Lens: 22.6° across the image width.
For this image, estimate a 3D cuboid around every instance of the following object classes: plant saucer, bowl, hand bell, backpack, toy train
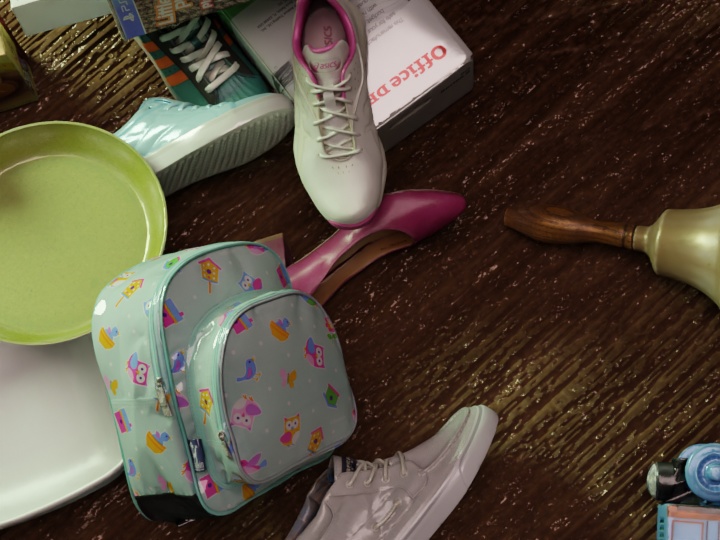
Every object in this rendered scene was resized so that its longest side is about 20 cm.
[{"bbox_3d":[-0.254,-0.027,1.465,0.200,0.031,0.200,-2,65,4],"label":"plant saucer"},{"bbox_3d":[-0.294,0.114,1.480,0.200,0.075,0.200,-21,74,-3],"label":"bowl"},{"bbox_3d":[0.216,-0.028,1.491,0.200,0.104,0.104,9,75,19],"label":"hand bell"},{"bbox_3d":[-0.107,0.077,1.390,0.176,0.153,0.200,-23,92,-47],"label":"backpack"},{"bbox_3d":[0.324,0.196,1.414,0.200,0.087,0.114,3,84,3],"label":"toy train"}]

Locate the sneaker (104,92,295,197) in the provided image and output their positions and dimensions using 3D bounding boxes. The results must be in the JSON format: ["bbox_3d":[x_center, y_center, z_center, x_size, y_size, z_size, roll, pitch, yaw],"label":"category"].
[{"bbox_3d":[-0.151,-0.119,1.513,0.200,0.074,0.082,-22,73,16],"label":"sneaker"}]

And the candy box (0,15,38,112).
[{"bbox_3d":[-0.389,-0.158,1.537,0.200,0.117,0.057,-19,75,-2],"label":"candy box"}]

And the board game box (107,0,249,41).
[{"bbox_3d":[-0.122,-0.298,1.431,0.200,0.097,0.160,-17,64,-2],"label":"board game box"}]

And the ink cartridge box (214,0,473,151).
[{"bbox_3d":[-0.017,-0.200,1.539,0.146,0.084,0.200,-36,76,-5],"label":"ink cartridge box"}]

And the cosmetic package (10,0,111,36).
[{"bbox_3d":[-0.195,-0.264,1.506,0.200,0.051,0.083,-15,62,0],"label":"cosmetic package"}]

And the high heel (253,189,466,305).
[{"bbox_3d":[0.000,0.000,1.493,0.200,0.067,0.096,-19,64,14],"label":"high heel"}]

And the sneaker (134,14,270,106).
[{"bbox_3d":[-0.153,-0.199,1.548,0.071,0.080,0.200,-41,75,-9],"label":"sneaker"}]

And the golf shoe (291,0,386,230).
[{"bbox_3d":[-0.025,-0.133,1.434,0.075,0.092,0.200,-11,78,5],"label":"golf shoe"}]

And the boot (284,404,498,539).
[{"bbox_3d":[0.020,0.171,1.433,0.096,0.074,0.200,37,81,-9],"label":"boot"}]
